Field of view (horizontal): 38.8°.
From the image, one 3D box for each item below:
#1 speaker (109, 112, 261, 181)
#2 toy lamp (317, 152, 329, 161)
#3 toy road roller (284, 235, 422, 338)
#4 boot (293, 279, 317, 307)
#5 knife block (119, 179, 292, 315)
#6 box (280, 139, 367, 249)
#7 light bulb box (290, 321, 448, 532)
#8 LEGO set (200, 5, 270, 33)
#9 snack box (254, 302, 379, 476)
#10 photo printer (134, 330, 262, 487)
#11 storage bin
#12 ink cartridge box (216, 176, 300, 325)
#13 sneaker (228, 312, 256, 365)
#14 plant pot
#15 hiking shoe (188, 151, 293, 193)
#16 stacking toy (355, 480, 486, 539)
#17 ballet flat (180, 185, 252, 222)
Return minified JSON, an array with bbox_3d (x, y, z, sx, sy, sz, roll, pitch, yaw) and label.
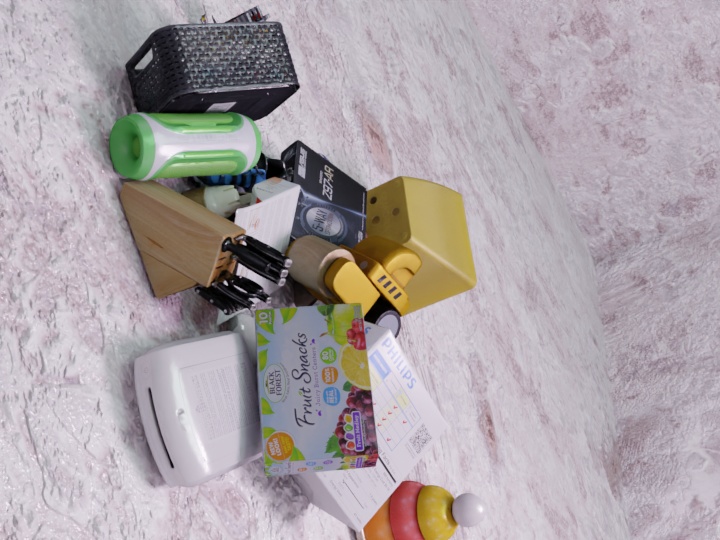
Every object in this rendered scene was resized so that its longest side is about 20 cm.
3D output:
[{"bbox_3d":[-0.222,-0.162,1.320,0.198,0.088,0.090,-10,81,-48],"label":"speaker"},{"bbox_3d":[-0.048,-0.119,1.752,0.058,0.058,0.202,39,25,-52],"label":"toy lamp"},{"bbox_3d":[0.000,0.000,1.488,0.147,0.122,0.200,-53,131,-12],"label":"toy road roller"},{"bbox_3d":[-0.100,-0.044,1.614,0.147,0.069,0.201,55,25,-19],"label":"boot"},{"bbox_3d":[-0.184,-0.040,1.256,0.064,0.173,0.203,-22,93,-68],"label":"knife block"},{"bbox_3d":[-0.061,-0.084,1.603,0.159,0.043,0.203,34,42,-32],"label":"box"},{"bbox_3d":[-0.016,0.204,1.399,0.200,0.124,0.200,-45,122,-22],"label":"light bulb box"},{"bbox_3d":[-0.183,-0.316,1.553,0.156,0.114,0.200,66,23,-10],"label":"LEGO set"},{"bbox_3d":[-0.057,0.145,1.271,0.053,0.139,0.203,95,-11,-61],"label":"snack box"},{"bbox_3d":[-0.190,0.163,1.219,0.199,0.068,0.169,-8,81,-68],"label":"photo printer"},{"bbox_3d":[-0.197,-0.258,1.369,0.198,0.135,0.095,-14,83,-37],"label":"storage bin"},{"bbox_3d":[-0.153,-0.030,1.393,0.200,0.049,0.165,-30,136,-64],"label":"ink cartridge box"},{"bbox_3d":[-0.112,0.111,1.435,0.200,0.079,0.071,44,36,-46],"label":"sneaker"},{"bbox_3d":[0.072,-0.056,1.855,0.176,0.198,0.203,32,43,-49],"label":"plant pot"},{"bbox_3d":[-0.180,-0.156,1.473,0.199,0.086,0.076,6,66,-66],"label":"hiking shoe"},{"bbox_3d":[0.102,0.373,1.554,0.146,0.197,0.149,34,49,-52],"label":"stacking toy"},{"bbox_3d":[-0.185,-0.088,1.428,0.199,0.071,0.069,4,65,-66],"label":"ballet flat"}]
